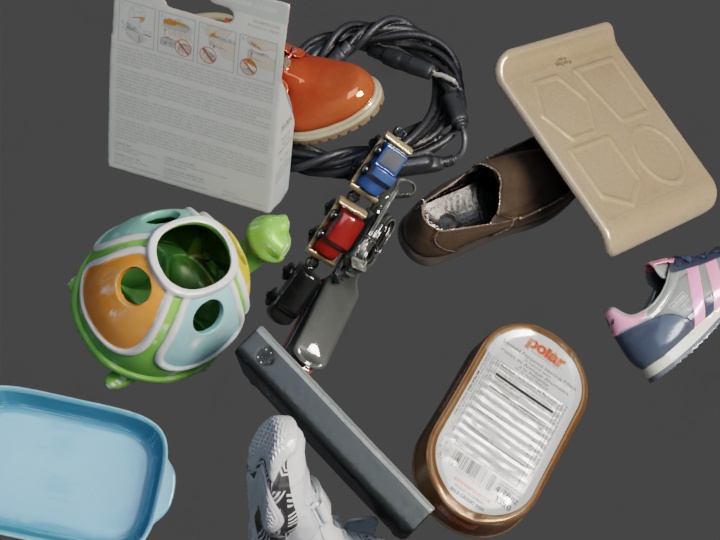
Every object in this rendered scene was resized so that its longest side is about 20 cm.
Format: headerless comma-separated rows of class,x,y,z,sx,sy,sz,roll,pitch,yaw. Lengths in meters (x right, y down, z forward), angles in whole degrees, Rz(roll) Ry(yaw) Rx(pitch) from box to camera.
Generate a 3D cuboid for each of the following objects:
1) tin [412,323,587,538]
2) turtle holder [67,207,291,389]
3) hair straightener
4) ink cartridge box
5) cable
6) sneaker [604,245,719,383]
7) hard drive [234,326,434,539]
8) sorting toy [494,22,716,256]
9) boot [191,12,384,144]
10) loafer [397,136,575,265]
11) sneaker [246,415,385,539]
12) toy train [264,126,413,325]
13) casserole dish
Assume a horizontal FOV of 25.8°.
tin,0.122,0.133,1.340,0.111,0.042,0.201,35,59,-4
turtle holder,-0.143,0.016,1.313,0.183,0.132,0.143,6,62,-26
hair straightener,0.000,0.000,1.369,0.041,0.077,0.201,37,70,-12
ink cartridge box,-0.133,-0.161,1.331,0.158,0.202,0.047,17,35,12
cable,-0.003,-0.155,1.415,0.197,0.051,0.165,-8,67,0
sneaker,0.302,0.005,1.402,0.082,0.070,0.200,45,73,5
hard drive,-0.022,0.138,1.291,0.033,0.140,0.200,-43,83,-9
sorting toy,0.219,-0.119,1.414,0.184,0.036,0.201,-21,78,-44
boot,-0.080,-0.171,1.357,0.197,0.108,0.076,6,57,19
loafer,0.128,-0.068,1.403,0.199,0.071,0.073,-31,79,-14
sneaker,-0.031,0.203,1.275,0.113,0.075,0.202,-6,115,-17
toy train,-0.019,-0.037,1.352,0.034,0.046,0.201,32,99,-18
casserole dish,-0.252,0.169,1.312,0.197,0.039,0.123,12,73,-3
